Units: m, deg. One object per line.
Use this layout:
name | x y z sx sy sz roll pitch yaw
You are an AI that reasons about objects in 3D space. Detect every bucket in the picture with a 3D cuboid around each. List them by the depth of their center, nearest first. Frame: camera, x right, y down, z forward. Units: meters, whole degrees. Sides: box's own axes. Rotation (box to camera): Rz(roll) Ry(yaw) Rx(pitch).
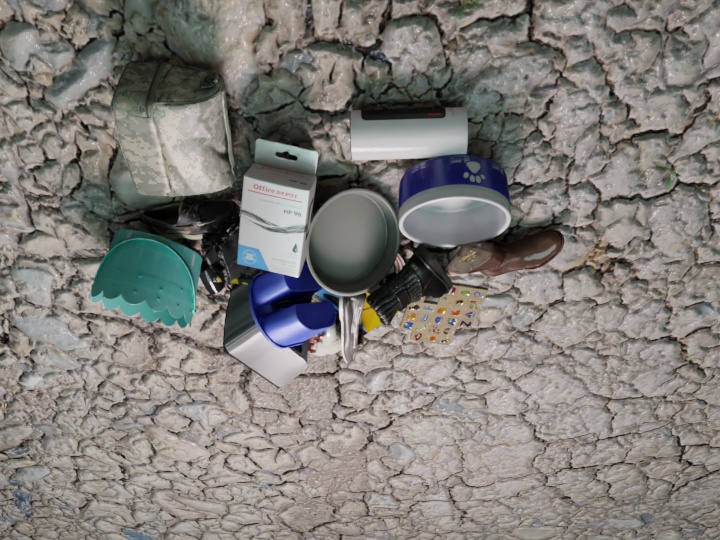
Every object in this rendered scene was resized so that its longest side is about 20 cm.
bucket | -0.408 0.018 1.209 0.201 0.139 0.208 11 165 3

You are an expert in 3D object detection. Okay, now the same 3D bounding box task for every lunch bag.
lunch bag | -0.288 -0.223 1.007 0.162 0.142 0.203 3 137 -1

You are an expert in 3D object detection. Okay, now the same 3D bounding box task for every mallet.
mallet | -0.250 0.028 1.279 0.195 0.041 0.067 11 134 27

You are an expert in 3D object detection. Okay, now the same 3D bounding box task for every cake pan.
cake pan | -0.017 -0.055 1.171 0.195 0.037 0.207 -9 110 -24

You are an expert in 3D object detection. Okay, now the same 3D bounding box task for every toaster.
toaster | -0.198 0.115 1.319 0.117 0.184 0.199 -32 126 23

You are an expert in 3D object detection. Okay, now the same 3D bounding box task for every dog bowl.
dog bowl | 0.163 -0.117 1.093 0.193 0.081 0.201 1 159 0

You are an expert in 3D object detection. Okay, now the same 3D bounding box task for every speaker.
speaker | 0.080 -0.226 1.034 0.193 0.083 0.083 -1 136 3

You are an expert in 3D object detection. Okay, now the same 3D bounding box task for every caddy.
caddy | -0.132 0.066 1.169 0.103 0.145 0.199 -23 171 22

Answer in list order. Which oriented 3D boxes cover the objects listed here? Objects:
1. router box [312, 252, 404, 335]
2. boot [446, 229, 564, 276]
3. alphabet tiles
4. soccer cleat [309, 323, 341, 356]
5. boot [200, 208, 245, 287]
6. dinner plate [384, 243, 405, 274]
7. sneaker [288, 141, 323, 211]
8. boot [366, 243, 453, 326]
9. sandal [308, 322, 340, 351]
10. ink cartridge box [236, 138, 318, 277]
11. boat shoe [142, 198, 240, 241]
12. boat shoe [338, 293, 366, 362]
router box | -0.020 0.042 1.294 0.198 0.052 0.148 35 127 -27
boot | 0.273 -0.034 1.167 0.184 0.066 0.198 -28 160 28
alphabet tiles | 0.181 0.100 1.413 0.162 0.008 0.203 8 135 -6
soccer cleat | -0.065 0.137 1.334 0.075 0.071 0.201 -2 160 -11
boot | -0.207 -0.034 1.175 0.072 0.163 0.202 20 141 33
dinner plate | 0.000 0.000 1.306 0.193 0.025 0.204 1 134 1
sneaker | -0.131 -0.115 1.116 0.059 0.203 0.104 28 178 31
boot | 0.095 0.044 1.229 0.158 0.079 0.211 -48 153 -1
sandal | -0.083 0.137 1.431 0.073 0.046 0.202 16 134 -13
ink cartridge box | -0.139 -0.103 1.041 0.112 0.068 0.205 11 118 1
boat shoe | -0.324 -0.103 1.180 0.194 0.074 0.065 -8 141 18
boat shoe | -0.011 0.121 1.286 0.055 0.068 0.204 2 132 7
